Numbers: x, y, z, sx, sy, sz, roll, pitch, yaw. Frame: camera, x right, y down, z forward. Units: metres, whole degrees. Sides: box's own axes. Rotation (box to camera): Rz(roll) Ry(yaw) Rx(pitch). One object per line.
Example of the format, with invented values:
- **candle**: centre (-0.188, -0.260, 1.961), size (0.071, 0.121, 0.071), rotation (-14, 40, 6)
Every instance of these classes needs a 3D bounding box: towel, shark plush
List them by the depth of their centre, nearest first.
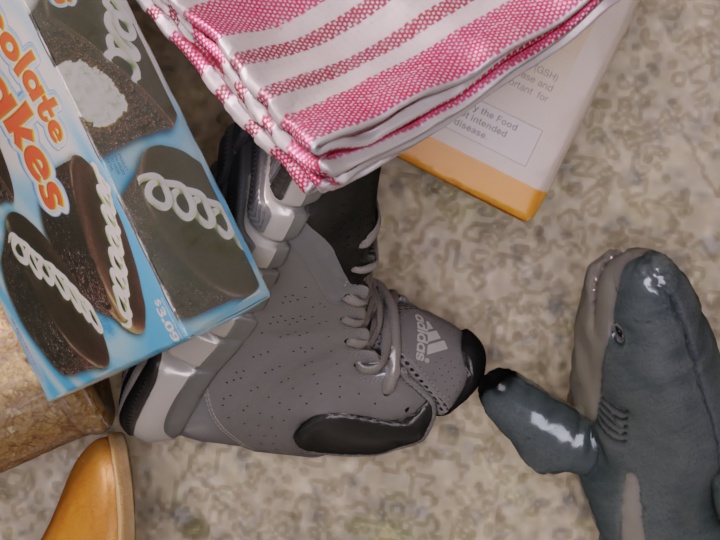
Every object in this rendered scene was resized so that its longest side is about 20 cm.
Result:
- **towel**: centre (-0.013, -0.131, 0.844), size (0.146, 0.030, 0.200), rotation (-35, 67, -13)
- **shark plush**: centre (0.113, 0.087, 0.930), size (0.091, 0.083, 0.201), rotation (-18, 97, -29)

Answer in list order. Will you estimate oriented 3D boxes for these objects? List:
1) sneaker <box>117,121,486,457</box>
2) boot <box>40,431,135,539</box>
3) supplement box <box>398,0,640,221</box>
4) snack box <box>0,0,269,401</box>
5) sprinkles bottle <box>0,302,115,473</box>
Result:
- **sneaker**: centre (0.000, 0.000, 0.916), size (0.115, 0.200, 0.075), rotation (17, 50, -15)
- **boot**: centre (-0.157, 0.148, 0.957), size (0.143, 0.071, 0.202), rotation (8, 101, -7)
- **supplement box**: centre (0.047, -0.133, 0.938), size (0.126, 0.074, 0.201), rotation (26, 94, 1)
- **snack box**: centre (-0.110, -0.063, 0.872), size (0.037, 0.116, 0.201), rotation (-27, 92, -31)
- **sprinkles bottle**: centre (-0.189, 0.065, 0.961), size (0.199, 0.068, 0.068), rotation (-24, 92, 3)
